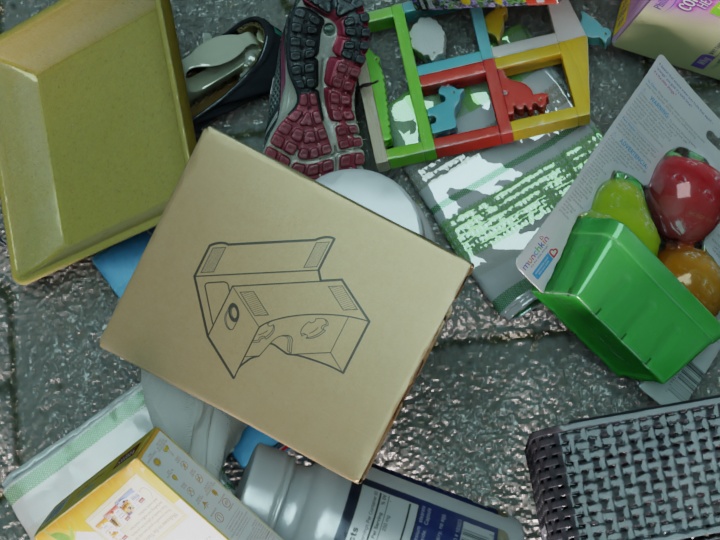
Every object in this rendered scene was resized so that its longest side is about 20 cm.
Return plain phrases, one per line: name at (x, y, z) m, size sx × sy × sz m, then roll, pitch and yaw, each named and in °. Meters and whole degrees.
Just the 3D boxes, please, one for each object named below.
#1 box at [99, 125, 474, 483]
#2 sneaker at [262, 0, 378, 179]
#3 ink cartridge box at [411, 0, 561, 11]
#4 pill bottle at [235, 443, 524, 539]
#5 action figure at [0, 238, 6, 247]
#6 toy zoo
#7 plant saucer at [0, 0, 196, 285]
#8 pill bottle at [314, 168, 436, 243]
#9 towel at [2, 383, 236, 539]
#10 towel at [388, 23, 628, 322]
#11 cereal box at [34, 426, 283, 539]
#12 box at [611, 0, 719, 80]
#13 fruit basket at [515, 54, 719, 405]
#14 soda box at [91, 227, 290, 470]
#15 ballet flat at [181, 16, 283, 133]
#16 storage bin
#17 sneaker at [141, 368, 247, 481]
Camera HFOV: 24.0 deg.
box at (-0.050, 0.023, 1.108) m, size 0.200 × 0.021 × 0.164 m, roll 28°, pitch 92°, yaw 10°
sneaker at (-0.034, -0.121, 1.311) m, size 0.080 × 0.075 × 0.201 m, roll 10°, pitch 98°, yaw -12°
ink cartridge box at (0.139, -0.244, 1.273) m, size 0.200 × 0.050 × 0.109 m, roll 5°, pitch 39°, yaw 40°
pill bottle at (0.006, 0.195, 1.203) m, size 0.200 × 0.111 × 0.111 m, roll 21°, pitch 79°, yaw -4°
action figure at (-0.351, -0.002, 1.293) m, size 0.119 × 0.102 × 0.200 m, roll 26°, pitch 83°, yaw 10°
toy zoo at (0.097, -0.160, 1.321) m, size 0.199 × 0.020 × 0.132 m, roll -12°, pitch 70°, yaw 4°
plant saucer at (-0.195, -0.109, 1.280) m, size 0.200 × 0.048 × 0.201 m, roll -21°, pitch 75°, yaw 35°
pill bottle at (0.000, 0.000, 1.220) m, size 0.114 × 0.200 × 0.115 m, roll -1°, pitch 77°, yaw 3°
towel at (-0.156, 0.200, 1.267) m, size 0.149 × 0.031 × 0.200 m, roll -35°, pitch 80°, yaw -3°
towel at (0.120, -0.079, 1.319) m, size 0.149 × 0.031 × 0.200 m, roll -31°, pitch 77°, yaw -5°
cereal box at (-0.110, 0.210, 1.161) m, size 0.200 × 0.144 × 0.040 m, roll 44°, pitch 41°, yaw -11°
box at (0.311, -0.205, 1.248) m, size 0.199 × 0.176 × 0.097 m, roll 17°, pitch 78°, yaw -3°
fruit basket at (0.222, -0.025, 1.257) m, size 0.185 × 0.094 × 0.200 m, roll 42°, pitch 68°, yaw -23°
soda box at (-0.116, 0.054, 1.283) m, size 0.068 × 0.064 × 0.200 m, roll -37°, pitch 78°, yaw -4°
ballet flat at (-0.144, -0.137, 1.327) m, size 0.200 × 0.073 × 0.073 m, roll -31°, pitch 77°, yaw -4°
storage bin at (0.224, 0.148, 1.205) m, size 0.199 × 0.135 × 0.094 m, roll -9°, pitch 77°, yaw 1°
sneaker at (-0.111, 0.125, 1.204) m, size 0.075 × 0.088 × 0.200 m, roll 25°, pitch 119°, yaw 28°
